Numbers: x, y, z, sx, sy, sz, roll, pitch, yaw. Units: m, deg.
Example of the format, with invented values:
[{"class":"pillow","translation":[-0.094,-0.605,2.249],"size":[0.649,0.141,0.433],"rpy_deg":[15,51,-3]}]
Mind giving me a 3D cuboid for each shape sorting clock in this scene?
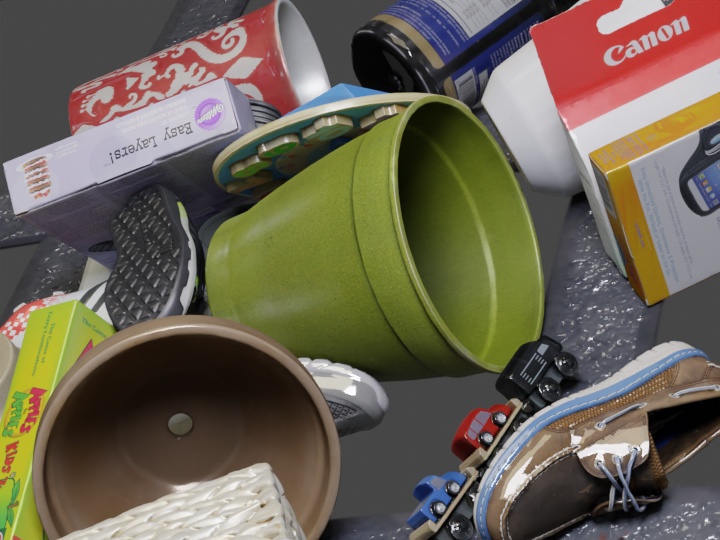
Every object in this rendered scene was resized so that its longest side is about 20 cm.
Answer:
[{"class":"shape sorting clock","translation":[-0.012,-0.089,1.583],"size":[0.199,0.200,0.039],"rpy_deg":[-18,73,7]}]

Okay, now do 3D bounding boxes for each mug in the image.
[{"class":"mug","translation":[-0.127,-0.123,1.806],"size":[0.199,0.178,0.134],"rpy_deg":[-18,53,13]},{"class":"mug","translation":[0.184,-0.127,1.654],"size":[0.153,0.187,0.150],"rpy_deg":[-31,65,3]}]

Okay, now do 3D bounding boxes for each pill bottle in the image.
[{"class":"pill bottle","translation":[0.098,-0.210,1.815],"size":[0.200,0.112,0.112],"rpy_deg":[-37,35,-23]}]

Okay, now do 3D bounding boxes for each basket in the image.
[{"class":"basket","translation":[-0.112,0.223,1.295],"size":[0.199,0.136,0.123],"rpy_deg":[-20,28,4]}]

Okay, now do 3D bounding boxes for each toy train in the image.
[{"class":"toy train","translation":[0.086,0.113,1.408],"size":[0.200,0.046,0.034],"rpy_deg":[-52,5,-38]}]

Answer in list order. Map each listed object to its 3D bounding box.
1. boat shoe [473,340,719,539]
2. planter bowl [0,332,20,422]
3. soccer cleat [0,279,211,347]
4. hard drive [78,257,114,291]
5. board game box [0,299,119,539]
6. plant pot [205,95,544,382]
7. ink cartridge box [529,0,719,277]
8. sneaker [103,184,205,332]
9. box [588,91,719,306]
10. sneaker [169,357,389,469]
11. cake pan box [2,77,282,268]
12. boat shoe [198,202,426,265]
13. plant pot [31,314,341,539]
[{"class":"boat shoe","translation":[0.161,0.114,1.342],"size":[0.200,0.072,0.072],"rpy_deg":[-36,36,-20]},{"class":"planter bowl","translation":[-0.279,0.127,1.531],"size":[0.200,0.135,0.200],"rpy_deg":[-16,32,10]},{"class":"soccer cleat","translation":[-0.203,0.049,1.625],"size":[0.200,0.069,0.085],"rpy_deg":[-26,34,-8]},{"class":"hard drive","translation":[-0.167,-0.003,1.754],"size":[0.131,0.026,0.200],"rpy_deg":[-13,33,14]},{"class":"board game box","translation":[-0.199,0.133,1.444],"size":[0.048,0.102,0.201],"rpy_deg":[-14,51,36]},{"class":"plant pot","translation":[0.000,0.000,1.520],"size":[0.192,0.201,0.201],"rpy_deg":[-18,30,30]},{"class":"ink cartridge box","translation":[0.226,-0.114,1.515],"size":[0.161,0.200,0.050],"rpy_deg":[-26,33,-5]},{"class":"sneaker","translation":[-0.134,0.008,1.535],"size":[0.072,0.083,0.200],"rpy_deg":[-29,28,12]},{"class":"box","translation":[0.270,-0.070,1.500],"size":[0.200,0.119,0.041],"rpy_deg":[-26,32,-6]},{"class":"sneaker","translation":[-0.071,0.121,1.493],"size":[0.199,0.075,0.082],"rpy_deg":[-14,49,22]},{"class":"cake pan box","translation":[-0.151,-0.073,1.651],"size":[0.199,0.184,0.052],"rpy_deg":[-20,74,13]},{"class":"boat shoe","translation":[-0.033,-0.018,1.660],"size":[0.201,0.075,0.065],"rpy_deg":[-6,-5,24]},{"class":"plant pot","translation":[-0.116,0.117,1.402],"size":[0.200,0.201,0.093],"rpy_deg":[-22,18,0]}]
